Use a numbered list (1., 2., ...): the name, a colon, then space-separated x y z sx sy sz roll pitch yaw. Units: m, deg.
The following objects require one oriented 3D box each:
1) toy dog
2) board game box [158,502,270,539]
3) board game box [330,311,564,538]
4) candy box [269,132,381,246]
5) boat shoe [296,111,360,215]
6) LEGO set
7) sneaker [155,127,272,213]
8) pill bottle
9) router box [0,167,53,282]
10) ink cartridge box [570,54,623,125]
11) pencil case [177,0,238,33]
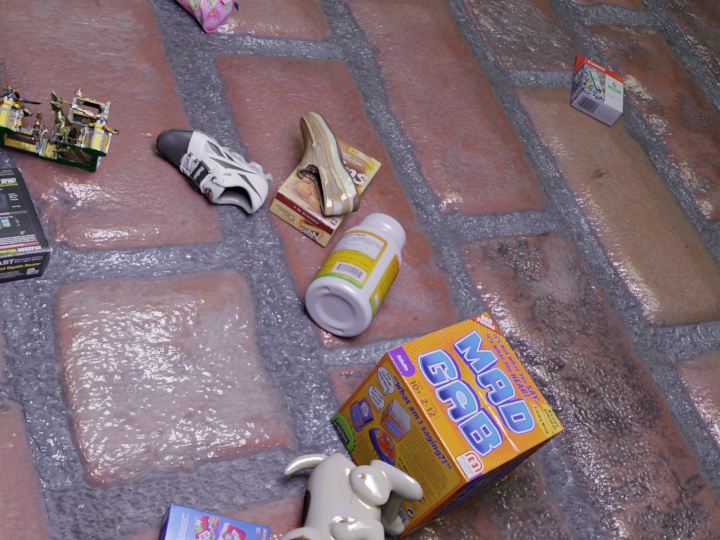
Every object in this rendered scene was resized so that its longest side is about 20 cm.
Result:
1. toy dog: -0.038 0.335 1.225 0.193 0.140 0.200 37 48 4
2. board game box: -0.188 0.396 1.155 0.133 0.045 0.201 19 49 -16
3. board game box: 0.118 0.217 1.356 0.199 0.200 0.201 -17 66 -37
4. candy box: -0.057 -0.144 1.637 0.115 0.055 0.201 33 47 0
5. boat shoe: -0.070 -0.177 1.577 0.075 0.072 0.201 -17 60 -17
6. LEGO set: -0.449 -0.233 1.419 0.198 0.154 0.117 11 77 -7
7. sneaker: -0.239 -0.157 1.534 0.198 0.074 0.089 24 45 -10
8. pill bottle: 0.000 0.000 1.521 0.111 0.111 0.201 33 46 -2
9. router box: -0.537 -0.055 1.294 0.199 0.062 0.151 -10 60 -36
10. ink cartridge box: 0.545 -0.430 2.199 0.108 0.050 0.201 25 48 -10
11. pencil case: -0.320 -0.533 1.772 0.200 0.088 0.087 44 47 9
